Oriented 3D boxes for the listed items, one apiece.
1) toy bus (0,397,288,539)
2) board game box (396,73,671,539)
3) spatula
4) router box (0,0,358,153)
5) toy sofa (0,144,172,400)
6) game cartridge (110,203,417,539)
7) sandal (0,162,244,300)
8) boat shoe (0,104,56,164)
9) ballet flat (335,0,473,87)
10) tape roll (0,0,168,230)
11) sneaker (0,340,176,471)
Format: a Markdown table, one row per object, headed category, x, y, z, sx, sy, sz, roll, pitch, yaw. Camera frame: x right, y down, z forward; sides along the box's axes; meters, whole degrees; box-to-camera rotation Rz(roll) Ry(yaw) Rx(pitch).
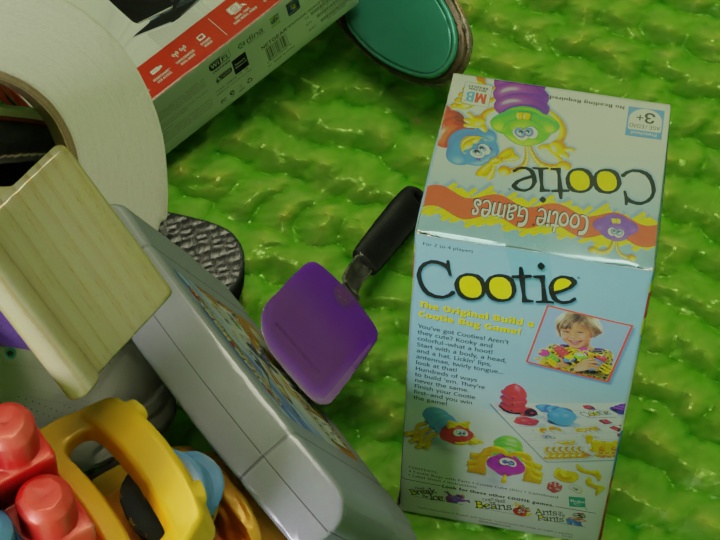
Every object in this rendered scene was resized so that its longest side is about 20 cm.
| category | x | y | z | sx | sy | sz | roll | pitch | yaw |
| --- | --- | --- | --- | --- | --- | --- | --- | --- | --- |
| toy bus | -0.118 | 0.122 | 0.776 | 0.199 | 0.193 | 0.136 | -26 | 52 | -25 |
| board game box | 0.079 | 0.022 | 0.862 | 0.104 | 0.201 | 0.104 | 9 | 49 | 6 |
| spatula | 0.000 | 0.000 | 0.964 | 0.057 | 0.021 | 0.200 | 48 | 31 | -8 |
| router box | -0.133 | -0.162 | 1.091 | 0.200 | 0.049 | 0.179 | -40 | 59 | -14 |
| toy sofa | -0.181 | 0.009 | 0.794 | 0.199 | 0.083 | 0.098 | 2 | 43 | 51 |
| game cartridge | -0.055 | 0.056 | 0.864 | 0.041 | 0.133 | 0.200 | -39 | 65 | -1 |
| sandal | -0.160 | -0.015 | 1.002 | 0.199 | 0.043 | 0.076 | 24 | 59 | 9 |
| boat shoe | -0.242 | -0.056 | 0.962 | 0.198 | 0.071 | 0.063 | -4 | 92 | -14 |
| ballet flat | 0.010 | -0.173 | 1.125 | 0.200 | 0.068 | 0.067 | 42 | 20 | 31 |
| tape roll | -0.196 | -0.047 | 0.918 | 0.201 | 0.205 | 0.037 | -18 | 10 | -17 |
| sneaker | -0.184 | 0.073 | 0.874 | 0.199 | 0.089 | 0.075 | -31 | 29 | -32 |
